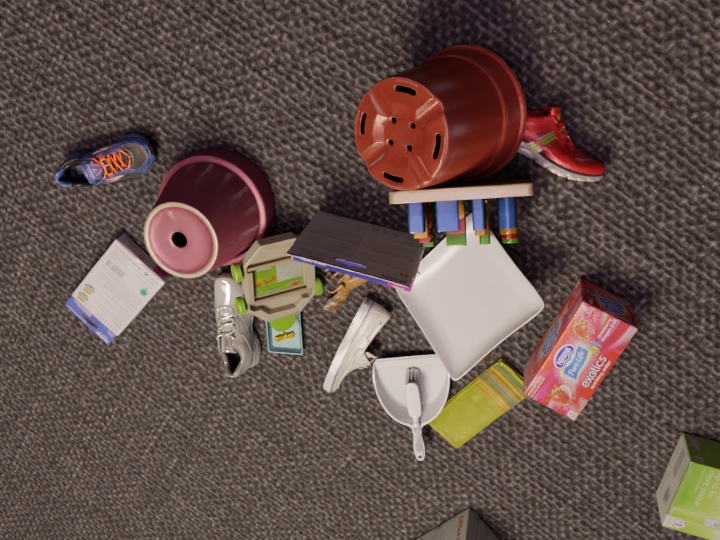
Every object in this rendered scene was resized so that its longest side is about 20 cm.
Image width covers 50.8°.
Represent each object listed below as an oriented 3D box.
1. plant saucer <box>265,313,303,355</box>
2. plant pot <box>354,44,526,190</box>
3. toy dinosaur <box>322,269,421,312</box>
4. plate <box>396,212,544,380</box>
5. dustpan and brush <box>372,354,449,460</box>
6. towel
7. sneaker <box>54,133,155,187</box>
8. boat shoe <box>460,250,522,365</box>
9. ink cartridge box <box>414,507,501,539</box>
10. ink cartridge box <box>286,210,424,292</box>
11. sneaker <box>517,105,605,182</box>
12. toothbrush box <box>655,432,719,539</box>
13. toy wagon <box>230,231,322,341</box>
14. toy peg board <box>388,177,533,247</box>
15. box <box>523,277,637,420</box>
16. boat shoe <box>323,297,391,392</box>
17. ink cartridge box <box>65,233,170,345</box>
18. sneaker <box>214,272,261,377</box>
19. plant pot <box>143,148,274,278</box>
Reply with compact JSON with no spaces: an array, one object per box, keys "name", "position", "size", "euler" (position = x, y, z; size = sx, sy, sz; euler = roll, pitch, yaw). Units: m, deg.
[{"name":"plant saucer","position":[-0.141,0.059,1.377],"size":[0.069,0.019,0.203],"euler":[3,115,12]},{"name":"plant pot","position":[0.103,-0.205,1.064],"size":[0.199,0.195,0.204],"euler":[14,115,31]},{"name":"toy dinosaur","position":[0.000,0.000,1.303],"size":[0.106,0.061,0.199],"euler":[41,128,-22]},{"name":"plate","position":[0.176,0.042,1.235],"size":[0.200,0.032,0.201],"euler":[-44,63,24]},{"name":"dustpan and brush","position":[0.100,0.254,1.378],"size":[0.137,0.057,0.202],"euler":[-5,120,7]},{"name":"towel","position":[0.215,0.245,1.374],"size":[0.086,0.018,0.200],"euler":[42,117,-6]},{"name":"sneaker","position":[-0.441,-0.178,1.309],"size":[0.197,0.079,0.076],"euler":[-15,110,20]},{"name":"boat shoe","position":[0.219,0.062,1.265],"size":[0.072,0.068,0.202],"euler":[33,105,36]},{"name":"ink cartridge box","position":[0.179,0.596,1.470],"size":[0.145,0.146,0.200],"euler":[45,116,-9]},{"name":"ink cartridge box","position":[-0.003,-0.024,1.203],"size":[0.194,0.200,0.044],"euler":[15,117,7]},{"name":"sneaker","position":[0.283,-0.199,1.126],"size":[0.198,0.077,0.086],"euler":[28,112,0]},{"name":"toothbrush box","position":[0.631,0.384,1.298],"size":[0.197,0.086,0.147],"euler":[14,117,5]},{"name":"toy wagon","position":[-0.141,0.033,1.304],"size":[0.153,0.040,0.202],"euler":[-14,127,-20]},{"name":"toy peg board","position":[0.157,-0.080,1.125],"size":[0.197,0.199,0.099],"euler":[-3,98,12]},{"name":"box","position":[0.356,0.129,1.243],"size":[0.099,0.096,0.202],"euler":[26,117,2]},{"name":"boat shoe","position":[-0.004,0.145,1.357],"size":[0.069,0.071,0.202],"euler":[28,111,3]},{"name":"ink cartridge box","position":[-0.461,0.038,1.434],"size":[0.119,0.042,0.200],"euler":[43,114,-8]},{"name":"sneaker","position":[-0.229,0.102,1.380],"size":[0.073,0.087,0.203],"euler":[-4,112,17]},{"name":"plant pot","position":[-0.260,-0.082,1.252],"size":[0.197,0.179,0.203],"euler":[5,116,10]}]
